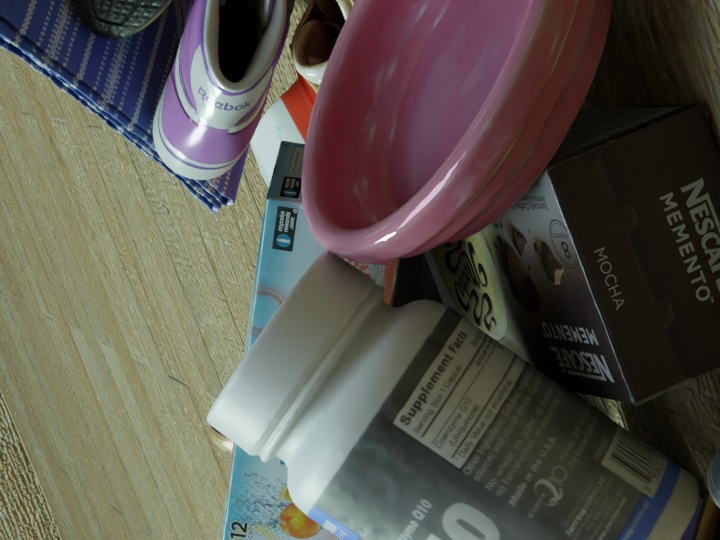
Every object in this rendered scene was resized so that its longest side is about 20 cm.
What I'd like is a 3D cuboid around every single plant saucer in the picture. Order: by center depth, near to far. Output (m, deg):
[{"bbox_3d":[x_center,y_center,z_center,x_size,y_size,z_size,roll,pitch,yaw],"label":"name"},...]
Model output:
[{"bbox_3d":[0.046,-0.090,1.120,0.051,0.201,0.201,26,178,-23],"label":"plant saucer"}]

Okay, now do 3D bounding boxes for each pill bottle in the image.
[{"bbox_3d":[0.039,0.085,1.137,0.200,0.114,0.114,34,160,2],"label":"pill bottle"}]

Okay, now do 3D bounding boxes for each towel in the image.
[{"bbox_3d":[-0.131,-0.139,1.443,0.024,0.145,0.200,-20,135,37],"label":"towel"}]

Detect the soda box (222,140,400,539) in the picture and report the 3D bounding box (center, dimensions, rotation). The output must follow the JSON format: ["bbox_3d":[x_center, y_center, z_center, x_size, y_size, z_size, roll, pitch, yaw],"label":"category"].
[{"bbox_3d":[-0.022,0.042,1.244,0.064,0.068,0.200,-81,0,-61],"label":"soda box"}]

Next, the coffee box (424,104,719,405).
[{"bbox_3d":[0.100,-0.011,1.178,0.113,0.080,0.200,69,163,-10],"label":"coffee box"}]

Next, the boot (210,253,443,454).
[{"bbox_3d":[0.000,0.000,1.318,0.072,0.200,0.166,-91,-15,-73],"label":"boot"}]

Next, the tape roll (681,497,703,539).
[{"bbox_3d":[0.087,0.181,1.276,0.200,0.200,0.085,65,164,1],"label":"tape roll"}]

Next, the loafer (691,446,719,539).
[{"bbox_3d":[0.182,0.085,1.073,0.073,0.072,0.200,54,160,32],"label":"loafer"}]

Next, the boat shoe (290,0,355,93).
[{"bbox_3d":[-0.005,-0.123,1.359,0.074,0.069,0.200,48,157,44],"label":"boat shoe"}]

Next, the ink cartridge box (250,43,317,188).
[{"bbox_3d":[-0.015,-0.027,1.492,0.163,0.057,0.200,61,-178,14],"label":"ink cartridge box"}]

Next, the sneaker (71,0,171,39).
[{"bbox_3d":[-0.101,-0.216,1.417,0.077,0.200,0.089,18,172,13],"label":"sneaker"}]

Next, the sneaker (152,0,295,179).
[{"bbox_3d":[-0.062,-0.159,1.411,0.114,0.073,0.201,118,159,-54],"label":"sneaker"}]
